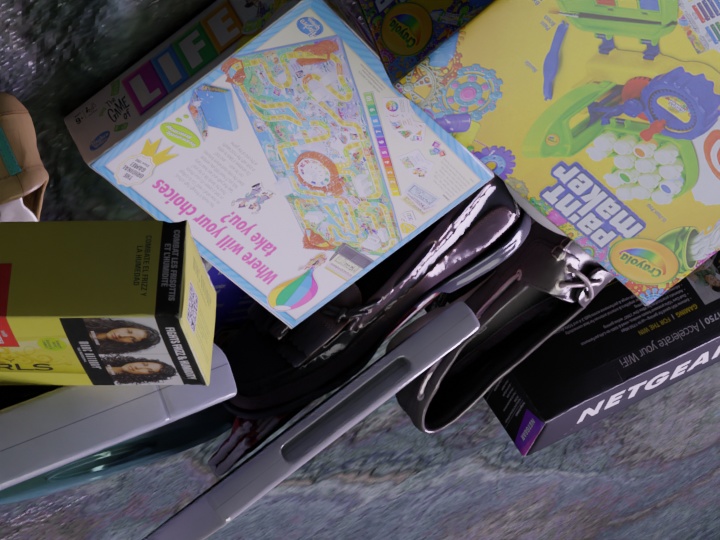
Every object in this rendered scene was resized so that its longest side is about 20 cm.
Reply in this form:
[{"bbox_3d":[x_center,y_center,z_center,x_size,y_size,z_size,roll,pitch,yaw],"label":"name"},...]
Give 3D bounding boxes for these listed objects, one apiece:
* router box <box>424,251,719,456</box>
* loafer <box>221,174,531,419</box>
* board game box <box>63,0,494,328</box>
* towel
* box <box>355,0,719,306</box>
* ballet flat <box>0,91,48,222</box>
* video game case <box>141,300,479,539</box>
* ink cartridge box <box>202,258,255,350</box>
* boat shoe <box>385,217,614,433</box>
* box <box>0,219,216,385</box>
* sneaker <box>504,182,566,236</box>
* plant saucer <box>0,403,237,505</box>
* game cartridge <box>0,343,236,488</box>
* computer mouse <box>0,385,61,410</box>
[{"bbox_3d":[0.146,0.009,1.652,0.200,0.149,0.051,-23,158,-25],"label":"router box"},{"bbox_3d":[0.000,0.000,1.417,0.200,0.072,0.063,-35,141,-12],"label":"loafer"},{"bbox_3d":[-0.035,-0.059,1.296,0.134,0.034,0.200,-37,144,8],"label":"board game box"},{"bbox_3d":[-0.003,0.040,1.511,0.200,0.023,0.144,-40,177,-15],"label":"towel"},{"bbox_3d":[0.132,-0.124,1.232,0.193,0.122,0.200,-39,129,16],"label":"box"},{"bbox_3d":[-0.177,-0.009,1.229,0.069,0.063,0.200,-27,160,-19],"label":"ballet flat"},{"bbox_3d":[-0.035,0.097,1.467,0.182,0.022,0.200,-37,179,-22],"label":"video game case"},{"bbox_3d":[-0.045,-0.001,1.483,0.198,0.043,0.200,-8,150,-49],"label":"ink cartridge box"},{"bbox_3d":[0.096,0.023,1.530,0.067,0.057,0.200,22,129,-41],"label":"boat shoe"},{"bbox_3d":[-0.168,0.015,1.164,0.200,0.050,0.075,1,154,7],"label":"box"},{"bbox_3d":[0.116,-0.077,1.387,0.200,0.082,0.074,50,59,-48],"label":"sneaker"},{"bbox_3d":[-0.149,0.097,1.488,0.200,0.027,0.200,-18,172,-3],"label":"plant saucer"},{"bbox_3d":[-0.163,0.083,1.233,0.200,0.041,0.133,-21,-178,-24],"label":"game cartridge"},{"bbox_3d":[-0.175,0.042,1.303,0.138,0.053,0.200,-22,179,3],"label":"computer mouse"}]
